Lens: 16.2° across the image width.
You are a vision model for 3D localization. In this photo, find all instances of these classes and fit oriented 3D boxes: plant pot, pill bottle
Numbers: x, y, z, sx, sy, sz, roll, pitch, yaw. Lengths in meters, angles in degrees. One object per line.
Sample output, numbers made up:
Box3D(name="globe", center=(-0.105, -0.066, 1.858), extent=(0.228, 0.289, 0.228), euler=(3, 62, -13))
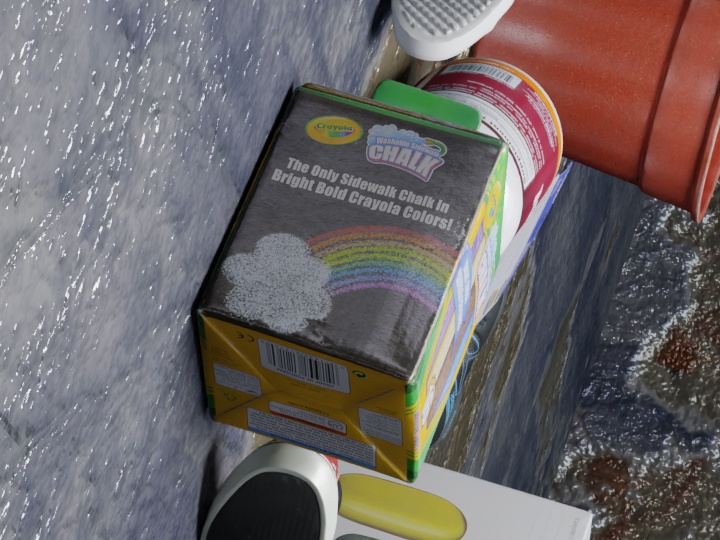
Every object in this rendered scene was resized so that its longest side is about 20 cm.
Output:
Box3D(name="plant pot", center=(0.194, -0.160, 1.936), extent=(0.201, 0.195, 0.201), euler=(17, 90, -80))
Box3D(name="pill bottle", center=(0.055, -0.058, 1.594), extent=(0.200, 0.113, 0.113), euler=(-49, 153, -65))

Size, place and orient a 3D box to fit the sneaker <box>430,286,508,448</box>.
Box3D(name="sneaker", center=(0.060, 0.053, 1.904), extent=(0.082, 0.073, 0.200), euler=(-39, 144, -70))

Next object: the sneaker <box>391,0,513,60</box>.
Box3D(name="sneaker", center=(0.068, -0.175, 1.591), extent=(0.200, 0.074, 0.082), euler=(-61, 161, -47))

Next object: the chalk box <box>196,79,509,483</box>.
Box3D(name="chalk box", center=(0.005, -0.011, 1.375), extent=(0.124, 0.124, 0.200), euler=(89, 22, -58))

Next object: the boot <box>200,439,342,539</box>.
Box3D(name="boot", center=(-0.041, 0.132, 1.517), extent=(0.200, 0.072, 0.144), euler=(107, 6, -48))

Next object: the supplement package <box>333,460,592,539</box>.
Box3D(name="supplement package", center=(0.035, 0.229, 1.691), extent=(0.151, 0.200, 0.152), euler=(90, 19, -56))

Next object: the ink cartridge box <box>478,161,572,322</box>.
Box3D(name="ink cartridge box", center=(0.083, -0.008, 1.786), extent=(0.200, 0.042, 0.119), euler=(-40, 158, -59))
